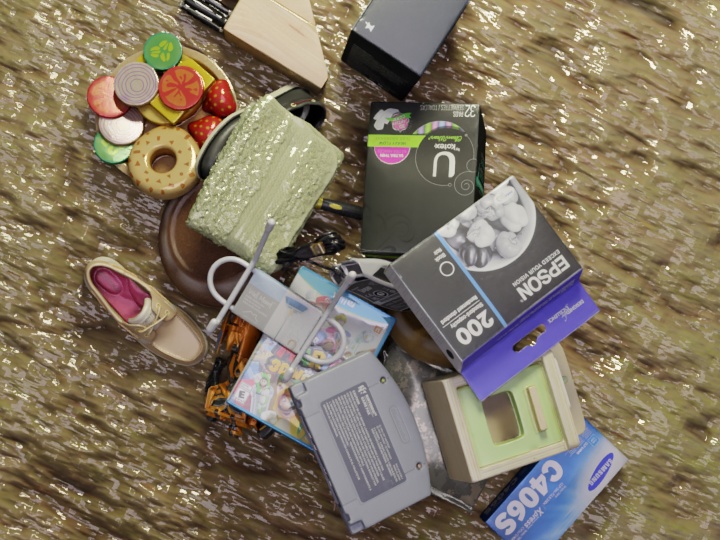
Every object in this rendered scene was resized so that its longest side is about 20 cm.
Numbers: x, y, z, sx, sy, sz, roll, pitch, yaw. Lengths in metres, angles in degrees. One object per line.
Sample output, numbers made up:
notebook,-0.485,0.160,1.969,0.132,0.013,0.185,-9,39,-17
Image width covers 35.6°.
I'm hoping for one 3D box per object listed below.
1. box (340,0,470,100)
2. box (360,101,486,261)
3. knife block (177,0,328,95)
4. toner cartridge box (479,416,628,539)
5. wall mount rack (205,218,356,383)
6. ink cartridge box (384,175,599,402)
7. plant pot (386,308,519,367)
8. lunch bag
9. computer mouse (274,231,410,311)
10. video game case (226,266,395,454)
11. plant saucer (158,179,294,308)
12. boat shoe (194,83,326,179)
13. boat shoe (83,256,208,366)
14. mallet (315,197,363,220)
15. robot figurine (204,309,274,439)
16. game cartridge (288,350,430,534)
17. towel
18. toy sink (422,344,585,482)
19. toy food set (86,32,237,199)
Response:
box,0.062,-0.324,1.459,0.107,0.200,0.149,33,87,-3
box,0.085,-0.106,1.469,0.148,0.124,0.201,3,81,11
knife block,-0.147,-0.321,1.510,0.174,0.064,0.201,-14,91,-4
toner cartridge box,0.267,0.301,1.550,0.095,0.043,0.200,42,86,-4
wall mount rack,-0.095,0.034,1.375,0.199,0.075,0.174,32,105,0
ink cartridge box,0.165,0.021,1.354,0.198,0.043,0.200,-36,86,-13
plant pot,0.131,0.043,1.481,0.199,0.201,0.028,-16,135,-5
lunch bag,0.088,0.204,1.499,0.199,0.118,0.165,28,85,-8
computer mouse,0.000,0.000,1.415,0.199,0.109,0.044,24,61,-31
video game case,-0.062,0.115,1.435,0.143,0.018,0.201,29,77,-1
plant saucer,-0.184,-0.052,1.484,0.199,0.037,0.202,-3,79,15
boat shoe,-0.130,-0.176,1.472,0.063,0.074,0.201,34,57,29
boat shoe,-0.290,0.058,1.492,0.200,0.069,0.074,37,87,-3
mallet,-0.063,-0.084,1.531,0.199,0.041,0.066,21,87,-8
robot figurine,-0.145,0.123,1.486,0.144,0.058,0.201,11,79,34
game cartridge,0.006,0.211,1.407,0.132,0.041,0.201,-23,91,-13
towel,-0.120,-0.108,1.427,0.148,0.036,0.201,33,79,-17
toy sink,0.198,0.172,1.407,0.199,0.112,0.131,-15,86,-14
toy food set,-0.264,-0.208,1.493,0.198,0.049,0.200,40,84,7
